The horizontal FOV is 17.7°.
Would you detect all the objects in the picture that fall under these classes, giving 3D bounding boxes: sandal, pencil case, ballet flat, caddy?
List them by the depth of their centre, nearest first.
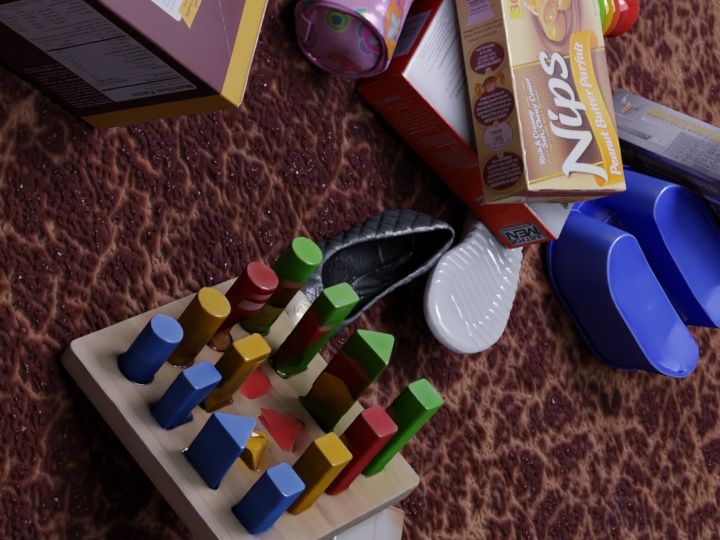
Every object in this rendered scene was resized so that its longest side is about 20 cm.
[{"bbox_3d":[0.000,0.000,1.763,0.200,0.057,0.067,-38,115,-47],"label":"ballet flat"},{"bbox_3d":[0.016,-0.244,1.794,0.088,0.087,0.201,51,48,-36],"label":"pencil case"},{"bbox_3d":[0.086,0.013,1.876,0.083,0.050,0.203,55,31,-12],"label":"sandal"},{"bbox_3d":[0.246,0.002,2.046,0.141,0.105,0.200,-44,121,-18],"label":"caddy"}]

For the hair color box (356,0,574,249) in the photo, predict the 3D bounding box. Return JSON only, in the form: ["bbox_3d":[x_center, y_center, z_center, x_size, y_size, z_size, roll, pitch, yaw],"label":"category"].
[{"bbox_3d":[0.097,-0.120,1.866,0.200,0.061,0.102,45,56,-25],"label":"hair color box"}]

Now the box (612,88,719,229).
[{"bbox_3d":[0.311,-0.071,2.061,0.048,0.200,0.159,-47,127,-10],"label":"box"}]

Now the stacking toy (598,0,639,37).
[{"bbox_3d":[0.186,-0.223,2.017,0.200,0.085,0.086,-12,95,-57],"label":"stacking toy"}]

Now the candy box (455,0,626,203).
[{"bbox_3d":[0.141,-0.155,1.833,0.115,0.055,0.201,-2,82,-42],"label":"candy box"}]

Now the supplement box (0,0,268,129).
[{"bbox_3d":[-0.165,-0.229,1.514,0.200,0.132,0.198,36,58,-44],"label":"supplement box"}]

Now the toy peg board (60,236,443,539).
[{"bbox_3d":[-0.060,0.078,1.566,0.200,0.098,0.199,50,36,15],"label":"toy peg board"}]

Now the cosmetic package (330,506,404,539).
[{"bbox_3d":[-0.041,0.259,1.645,0.087,0.103,0.201,28,66,-49],"label":"cosmetic package"}]
